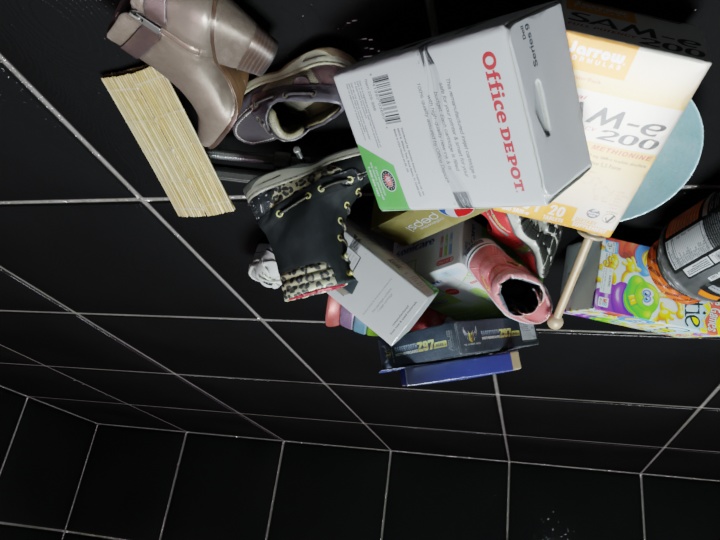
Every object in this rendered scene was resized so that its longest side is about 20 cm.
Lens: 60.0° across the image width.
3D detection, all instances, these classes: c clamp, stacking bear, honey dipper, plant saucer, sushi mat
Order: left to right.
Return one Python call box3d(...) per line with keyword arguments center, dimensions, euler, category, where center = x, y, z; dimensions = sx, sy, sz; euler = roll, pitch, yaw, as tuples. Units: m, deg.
box3d(center=(-0.228, -0.149, 0.753), dimensions=(0.096, 0.012, 0.200), euler=(-2, 129, 26), category="sushi mat")
box3d(center=(-0.154, -0.141, 0.799), dimensions=(0.200, 0.027, 0.171), euler=(6, 173, 8), category="c clamp")
box3d(center=(0.048, 0.060, 1.068), dimensions=(0.200, 0.114, 0.121), euler=(10, 155, 4), category="stacking bear")
box3d(center=(0.294, -0.001, 0.845), dimensions=(0.038, 0.038, 0.200), euler=(9, 120, -2), category="honey dipper")
box3d(center=(0.249, -0.135, 0.662), dimensions=(0.201, 0.039, 0.201), euler=(9, 138, 8), category="plant saucer")

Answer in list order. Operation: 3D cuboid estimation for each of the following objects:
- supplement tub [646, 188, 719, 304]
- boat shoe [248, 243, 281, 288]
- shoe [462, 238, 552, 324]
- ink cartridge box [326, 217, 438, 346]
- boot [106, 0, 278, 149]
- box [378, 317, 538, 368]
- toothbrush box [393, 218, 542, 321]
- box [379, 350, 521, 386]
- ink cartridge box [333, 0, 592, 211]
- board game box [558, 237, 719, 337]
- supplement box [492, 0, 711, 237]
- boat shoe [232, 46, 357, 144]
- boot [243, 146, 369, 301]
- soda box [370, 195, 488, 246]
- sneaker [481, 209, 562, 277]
box3d(center=(0.449, -0.037, 0.745), dimensions=(0.122, 0.123, 0.200), euler=(13, 155, -10), category="supplement tub")
box3d(center=(-0.136, -0.005, 0.985), dimensions=(0.072, 0.066, 0.200), euler=(30, 170, -25), category="boat shoe")
box3d(center=(0.221, 0.039, 0.858), dimensions=(0.071, 0.091, 0.200), euler=(-43, 127, 11), category="shoe")
box3d(center=(0.000, 0.000, 0.848), dimensions=(0.200, 0.084, 0.146), euler=(38, -172, 9), category="ink cartridge box")
box3d(center=(-0.181, -0.212, 0.632), dimensions=(0.146, 0.070, 0.200), euler=(19, 143, -27), category="boot")
box3d(center=(0.151, 0.110, 0.959), dimensions=(0.200, 0.051, 0.158), euler=(1, 165, -42), category="box")
box3d(center=(0.167, 0.009, 0.972), dimensions=(0.200, 0.086, 0.146), euler=(28, 148, -34), category="toothbrush box")
box3d(center=(0.130, 0.152, 0.945), dimensions=(0.200, 0.032, 0.121), euler=(-7, 169, -1), category="box")
box3d(center=(0.088, -0.136, 0.560), dimensions=(0.200, 0.084, 0.146), euler=(6, 122, 48), category="ink cartridge box")
box3d(center=(0.403, 0.027, 0.889), dimensions=(0.200, 0.105, 0.103), euler=(12, 172, -8), category="board game box")
box3d(center=(0.213, -0.136, 0.588), dimensions=(0.126, 0.074, 0.200), euler=(14, 137, 4), category="supplement box")
box3d(center=(-0.082, -0.175, 0.682), dimensions=(0.200, 0.065, 0.072), euler=(-13, 151, 43), category="boat shoe")
box3d(center=(-0.023, -0.059, 0.748), dimensions=(0.203, 0.154, 0.073), euler=(-16, 171, -10), category="boot")
box3d(center=(0.100, -0.097, 0.789), dimensions=(0.064, 0.068, 0.200), euler=(23, 151, -31), category="soda box")
box3d(center=(0.219, -0.057, 0.859), dimensions=(0.085, 0.077, 0.200), euler=(15, 162, 37), category="sneaker")
